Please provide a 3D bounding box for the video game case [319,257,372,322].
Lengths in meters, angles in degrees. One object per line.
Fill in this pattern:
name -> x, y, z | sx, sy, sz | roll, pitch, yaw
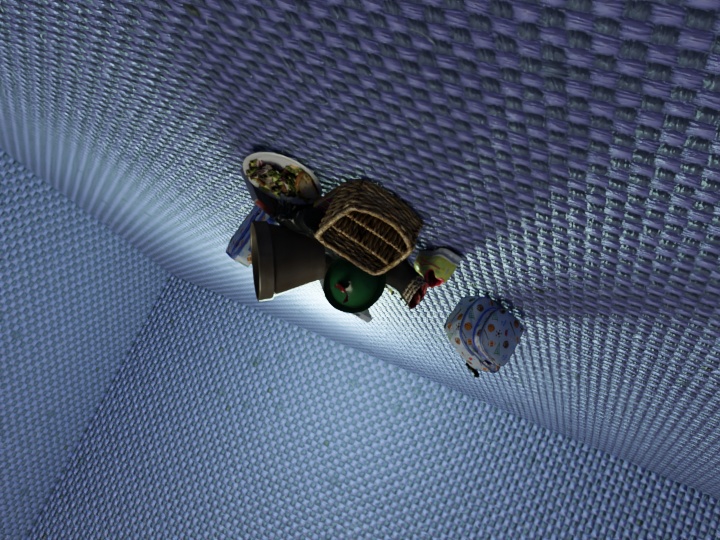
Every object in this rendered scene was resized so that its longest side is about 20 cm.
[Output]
video game case -> -0.056, 0.034, 1.885 | 0.182, 0.023, 0.200 | 33, -155, -44

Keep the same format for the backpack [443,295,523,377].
backpack -> 0.329, 0.164, 1.866 | 0.190, 0.201, 0.154 | 38, 158, -19

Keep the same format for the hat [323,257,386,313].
hat -> -0.040, 0.001, 1.626 | 0.199, 0.166, 0.176 | 23, 170, 33

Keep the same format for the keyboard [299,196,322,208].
keyboard -> -0.153, -0.190, 1.746 | 0.199, 0.040, 0.104 | 22, 153, -6

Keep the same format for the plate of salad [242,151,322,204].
plate of salad -> -0.188, -0.208, 1.637 | 0.199, 0.048, 0.200 | 15, 155, 7

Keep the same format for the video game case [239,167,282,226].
video game case -> -0.230, -0.171, 1.799 | 0.200, 0.017, 0.143 | 42, -165, -46

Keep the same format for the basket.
basket -> 0.027, -0.090, 1.541 | 0.200, 0.150, 0.142 | 34, 164, -28

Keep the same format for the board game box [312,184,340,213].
board game box -> -0.010, -0.118, 1.655 | 0.200, 0.030, 0.095 | 36, 136, -29

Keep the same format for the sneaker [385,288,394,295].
sneaker -> 0.070, -0.009, 1.849 | 0.081, 0.074, 0.200 | 28, 147, 16

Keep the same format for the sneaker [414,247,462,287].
sneaker -> 0.176, 0.000, 1.722 | 0.078, 0.091, 0.200 | 27, 167, -11

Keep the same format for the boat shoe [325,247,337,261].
boat shoe -> -0.114, -0.087, 1.857 | 0.200, 0.073, 0.062 | 40, 156, -26

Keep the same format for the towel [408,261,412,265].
towel -> 0.071, -0.009, 1.991 | 0.199, 0.032, 0.191 | 18, 164, 25

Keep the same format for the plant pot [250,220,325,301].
plant pot -> -0.182, -0.031, 1.744 | 0.173, 0.201, 0.200 | -6, 172, -14

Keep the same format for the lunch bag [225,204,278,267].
lunch bag -> -0.295, -0.110, 1.935 | 0.075, 0.201, 0.160 | 33, 178, -20

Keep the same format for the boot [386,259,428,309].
boot -> 0.085, 0.038, 1.738 | 0.151, 0.073, 0.200 | 47, 136, 22

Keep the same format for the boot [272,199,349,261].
boot -> -0.104, -0.096, 1.641 | 0.198, 0.074, 0.162 | 35, 169, -30
